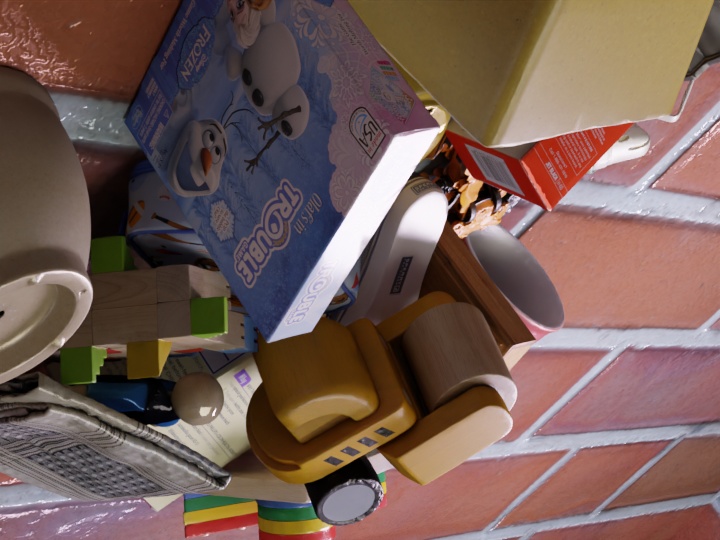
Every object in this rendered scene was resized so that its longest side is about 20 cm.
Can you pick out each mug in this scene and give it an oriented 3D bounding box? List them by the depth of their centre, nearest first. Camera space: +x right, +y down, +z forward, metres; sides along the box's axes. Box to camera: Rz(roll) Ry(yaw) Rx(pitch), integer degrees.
[{"bbox_3d":[0.088,0.063,1.817,0.200,0.134,0.177,-42,155,23],"label":"mug"}]

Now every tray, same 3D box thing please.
[{"bbox_3d":[0.050,0.014,1.570,0.037,0.200,0.099,-10,147,-48],"label":"tray"}]

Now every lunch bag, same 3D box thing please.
[{"bbox_3d":[-0.088,-0.026,1.406,0.159,0.076,0.200,0,159,13],"label":"lunch bag"}]

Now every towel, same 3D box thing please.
[{"bbox_3d":[-0.225,0.131,1.417,0.192,0.035,0.200,-8,149,44],"label":"towel"}]

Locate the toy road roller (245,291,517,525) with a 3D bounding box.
[{"bbox_3d":[0.005,0.088,1.449,0.199,0.123,0.146,-30,139,7],"label":"toy road roller"}]

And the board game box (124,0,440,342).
[{"bbox_3d":[-0.057,-0.093,1.214,0.043,0.199,0.200,-14,149,-40],"label":"board game box"}]

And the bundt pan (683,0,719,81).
[{"bbox_3d":[0.226,-0.228,1.392,0.202,0.202,0.076,-39,121,8],"label":"bundt pan"}]

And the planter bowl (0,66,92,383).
[{"bbox_3d":[-0.249,-0.010,1.194,0.200,0.135,0.201,-30,157,-14],"label":"planter bowl"}]

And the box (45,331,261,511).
[{"bbox_3d":[-0.134,0.088,1.594,0.199,0.097,0.176,-33,157,-3],"label":"box"}]

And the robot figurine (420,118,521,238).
[{"bbox_3d":[0.105,-0.100,1.612,0.144,0.058,0.200,-21,152,-31],"label":"robot figurine"}]

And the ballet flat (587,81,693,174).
[{"bbox_3d":[0.235,-0.138,1.632,0.200,0.074,0.074,-50,160,-13],"label":"ballet flat"}]

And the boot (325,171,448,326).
[{"bbox_3d":[0.000,0.000,1.549,0.073,0.090,0.201,3,118,-46],"label":"boot"}]

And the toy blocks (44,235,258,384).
[{"bbox_3d":[-0.165,0.036,1.389,0.199,0.101,0.137,-5,171,18],"label":"toy blocks"}]

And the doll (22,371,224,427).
[{"bbox_3d":[-0.194,0.097,1.437,0.199,0.049,0.136,1,169,24],"label":"doll"}]

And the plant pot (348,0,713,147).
[{"bbox_3d":[0.124,-0.226,1.239,0.195,0.194,0.201,-14,140,-41],"label":"plant pot"}]

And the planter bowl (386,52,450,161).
[{"bbox_3d":[0.006,-0.119,1.403,0.200,0.084,0.201,-29,156,-14],"label":"planter bowl"}]

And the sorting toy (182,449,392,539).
[{"bbox_3d":[-0.078,0.199,1.742,0.199,0.070,0.198,1,-172,31],"label":"sorting toy"}]

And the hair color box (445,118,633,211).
[{"bbox_3d":[0.171,-0.146,1.485,0.200,0.101,0.061,-46,128,-13],"label":"hair color box"}]
